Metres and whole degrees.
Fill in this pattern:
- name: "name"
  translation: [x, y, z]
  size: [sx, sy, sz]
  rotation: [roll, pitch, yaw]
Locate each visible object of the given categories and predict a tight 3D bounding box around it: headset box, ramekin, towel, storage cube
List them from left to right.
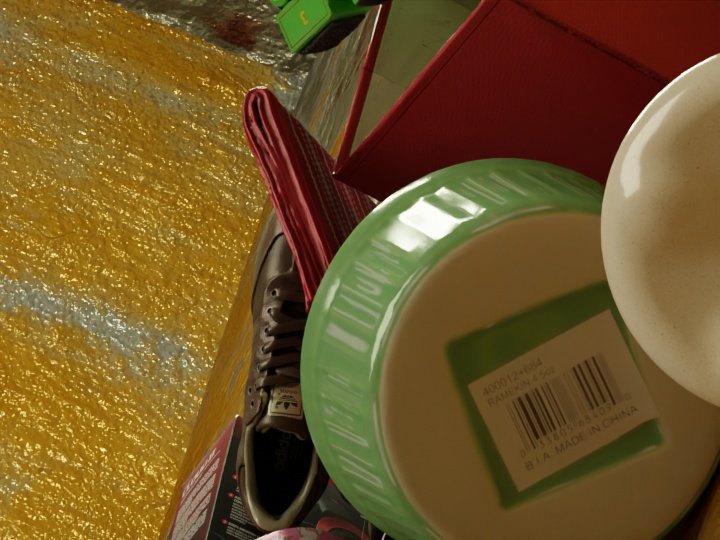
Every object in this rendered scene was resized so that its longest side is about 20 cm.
- name: "headset box"
  translation: [-0.039, 0.189, 1.566]
  size: [0.075, 0.149, 0.200]
  rotation: [-52, 16, 34]
- name: "towel"
  translation: [0.000, 0.000, 1.387]
  size: [0.200, 0.022, 0.145]
  rotation: [45, -159, -58]
- name: "ramekin"
  translation: [0.079, 0.050, 1.241]
  size: [0.200, 0.200, 0.098]
  rotation: [-68, 15, 1]
- name: "storage cube"
  translation: [0.116, -0.112, 1.387]
  size: [0.200, 0.180, 0.171]
  rotation: [-49, 20, 46]

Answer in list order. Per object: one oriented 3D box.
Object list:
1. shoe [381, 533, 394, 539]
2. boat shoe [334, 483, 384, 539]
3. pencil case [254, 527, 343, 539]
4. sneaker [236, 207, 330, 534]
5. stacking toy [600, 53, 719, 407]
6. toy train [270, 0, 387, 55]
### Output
- name: "shoe"
  translation: [0.052, 0.165, 1.481]
  size: [0.200, 0.091, 0.072]
  rotation: [142, 149, -76]
- name: "boat shoe"
  translation: [0.026, 0.105, 1.499]
  size: [0.200, 0.076, 0.074]
  rotation: [65, -172, -66]
- name: "pencil case"
  translation: [-0.025, 0.210, 1.368]
  size: [0.200, 0.086, 0.083]
  rotation: [-103, 12, -68]
- name: "sneaker"
  translation: [-0.031, 0.056, 1.485]
  size: [0.076, 0.070, 0.200]
  rotation: [-86, 1, -68]
- name: "stacking toy"
  translation: [0.184, -0.025, 1.077]
  size: [0.146, 0.146, 0.200]
  rotation: [-67, -11, 13]
- name: "toy train"
  translation: [0.009, -0.175, 1.403]
  size: [0.200, 0.042, 0.056]
  rotation: [-38, 72, 53]
